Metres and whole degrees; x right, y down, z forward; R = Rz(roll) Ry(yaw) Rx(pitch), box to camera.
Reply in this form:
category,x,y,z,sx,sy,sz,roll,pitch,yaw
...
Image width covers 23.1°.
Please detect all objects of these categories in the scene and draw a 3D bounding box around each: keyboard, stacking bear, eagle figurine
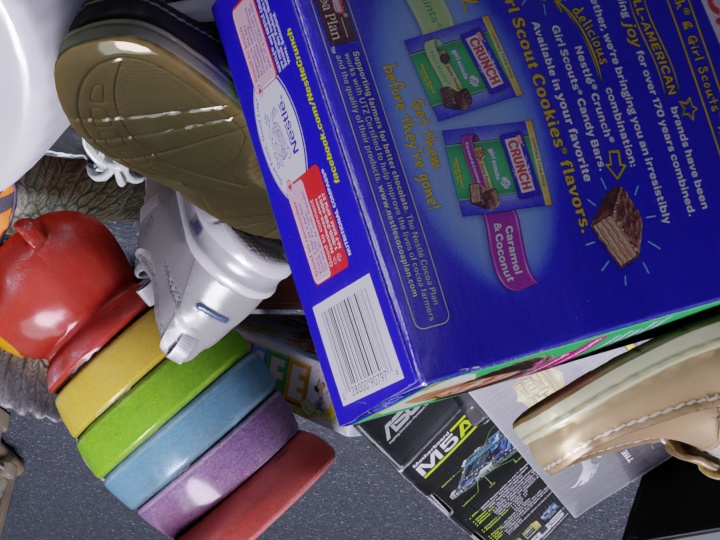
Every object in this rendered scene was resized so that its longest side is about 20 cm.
category,x,y,z,sx,sy,sz,roll,pitch,yaw
keyboard,0.207,0.070,0.870,0.127,0.200,0.021,-15,115,31
stacking bear,-0.117,0.057,0.923,0.200,0.114,0.121,49,179,0
eagle figurine,-0.210,-0.014,1.003,0.199,0.151,0.152,13,136,22

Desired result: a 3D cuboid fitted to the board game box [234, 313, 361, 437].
category,x,y,z,sx,sy,sz,roll,pitch,yaw
board game box,0.017,0.058,1.037,0.134,0.034,0.199,18,-169,41

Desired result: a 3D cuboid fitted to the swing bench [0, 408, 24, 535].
category,x,y,z,sx,sy,sz,roll,pitch,yaw
swing bench,-0.371,0.216,1.488,0.129,0.200,0.200,12,157,-4

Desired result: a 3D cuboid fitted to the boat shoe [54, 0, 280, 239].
category,x,y,z,sx,sy,sz,roll,pitch,yaw
boat shoe,-0.060,-0.070,0.720,0.071,0.066,0.201,-6,159,22

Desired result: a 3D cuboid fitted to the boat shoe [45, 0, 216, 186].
category,x,y,z,sx,sy,sz,roll,pitch,yaw
boat shoe,-0.106,-0.076,0.822,0.198,0.068,0.074,-8,151,-2

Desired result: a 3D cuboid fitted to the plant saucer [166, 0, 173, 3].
category,x,y,z,sx,sy,sz,roll,pitch,yaw
plant saucer,-0.189,-0.124,0.863,0.199,0.032,0.200,9,156,4

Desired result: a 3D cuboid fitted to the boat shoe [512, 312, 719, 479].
category,x,y,z,sx,sy,sz,roll,pitch,yaw
boat shoe,0.157,0.047,0.683,0.199,0.067,0.074,-18,171,-16

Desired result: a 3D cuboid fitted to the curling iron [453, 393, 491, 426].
category,x,y,z,sx,sy,sz,roll,pitch,yaw
curling iron,0.010,-0.003,0.902,0.025,0.200,0.050,-25,155,-28

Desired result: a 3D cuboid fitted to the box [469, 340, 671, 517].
category,x,y,z,sx,sy,sz,roll,pitch,yaw
box,0.108,0.001,0.828,0.158,0.048,0.200,-34,116,11

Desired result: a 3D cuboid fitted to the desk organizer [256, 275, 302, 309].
category,x,y,z,sx,sy,sz,roll,pitch,yaw
desk organizer,0.000,0.000,1.006,0.199,0.077,0.072,0,154,22

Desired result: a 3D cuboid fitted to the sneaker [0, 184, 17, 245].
category,x,y,z,sx,sy,sz,roll,pitch,yaw
sneaker,-0.239,-0.070,0.888,0.112,0.078,0.201,-18,136,-11

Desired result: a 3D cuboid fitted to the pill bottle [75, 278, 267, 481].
category,x,y,z,sx,sy,sz,roll,pitch,yaw
pill bottle,-0.133,0.082,1.198,0.113,0.114,0.200,16,156,-13

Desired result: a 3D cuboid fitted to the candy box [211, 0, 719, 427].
category,x,y,z,sx,sy,sz,roll,pitch,yaw
candy box,0.065,-0.051,0.663,0.199,0.170,0.077,-13,172,-27

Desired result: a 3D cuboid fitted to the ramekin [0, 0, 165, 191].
category,x,y,z,sx,sy,sz,roll,pitch,yaw
ramekin,-0.186,-0.120,0.701,0.199,0.098,0.201,13,135,13

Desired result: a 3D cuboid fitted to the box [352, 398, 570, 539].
category,x,y,z,sx,sy,sz,roll,pitch,yaw
box,0.110,0.059,0.969,0.048,0.200,0.193,43,178,36

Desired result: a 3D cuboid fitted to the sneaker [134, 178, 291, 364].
category,x,y,z,sx,sy,sz,roll,pitch,yaw
sneaker,-0.090,-0.023,0.885,0.075,0.082,0.200,35,-168,-19
